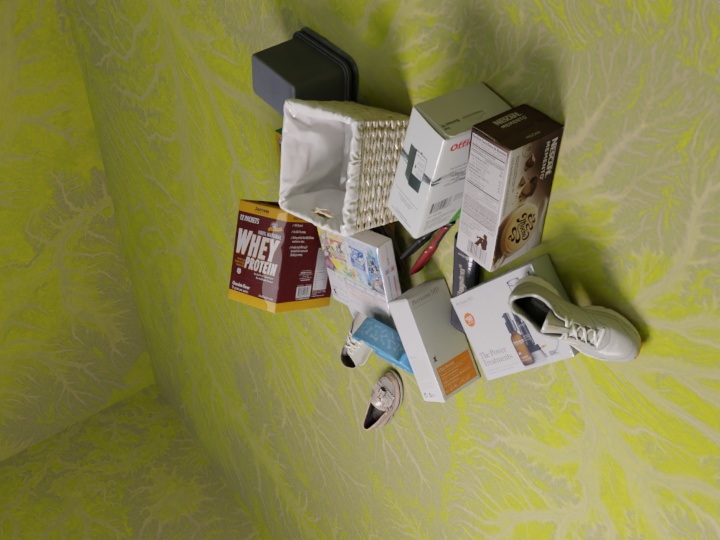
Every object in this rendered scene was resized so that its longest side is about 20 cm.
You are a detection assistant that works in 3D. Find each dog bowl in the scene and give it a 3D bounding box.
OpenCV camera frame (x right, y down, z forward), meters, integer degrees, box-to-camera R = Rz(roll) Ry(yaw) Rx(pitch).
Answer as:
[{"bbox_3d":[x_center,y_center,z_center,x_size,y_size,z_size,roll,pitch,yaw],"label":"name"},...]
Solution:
[{"bbox_3d":[0.062,0.152,1.470,0.110,0.050,0.200,22,168,37],"label":"dog bowl"}]

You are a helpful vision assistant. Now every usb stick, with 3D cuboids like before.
[{"bbox_3d":[0.183,0.023,1.287,0.055,0.032,0.204,35,138,42],"label":"usb stick"}]

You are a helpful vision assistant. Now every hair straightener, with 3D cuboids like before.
[{"bbox_3d":[0.115,-0.073,1.322,0.078,0.040,0.201,56,150,17],"label":"hair straightener"}]

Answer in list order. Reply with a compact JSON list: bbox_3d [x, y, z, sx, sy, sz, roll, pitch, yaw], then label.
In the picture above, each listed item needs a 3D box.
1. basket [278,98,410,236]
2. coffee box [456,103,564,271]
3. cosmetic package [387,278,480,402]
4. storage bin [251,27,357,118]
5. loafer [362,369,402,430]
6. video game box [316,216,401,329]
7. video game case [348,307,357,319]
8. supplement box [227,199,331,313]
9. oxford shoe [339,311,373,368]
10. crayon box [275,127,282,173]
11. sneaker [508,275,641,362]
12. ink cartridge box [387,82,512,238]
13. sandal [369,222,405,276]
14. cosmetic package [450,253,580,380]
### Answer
[{"bbox_3d":[-0.027,-0.188,1.295,0.196,0.158,0.206,24,116,42],"label":"basket"},{"bbox_3d":[0.211,-0.117,1.054,0.080,0.111,0.204,39,141,38],"label":"coffee box"},{"bbox_3d":[0.138,0.131,1.375,0.071,0.100,0.205,-11,102,60],"label":"cosmetic package"},{"bbox_3d":[-0.116,-0.354,1.410,0.200,0.132,0.148,44,145,36],"label":"storage bin"},{"bbox_3d":[0.048,0.310,1.699,0.072,0.062,0.203,48,147,27],"label":"loafer"},{"bbox_3d":[0.000,0.000,1.461,0.198,0.046,0.186,25,138,47],"label":"video game box"},{"bbox_3d":[0.018,0.038,1.566,0.204,0.045,0.181,64,153,3],"label":"video game case"},{"bbox_3d":[-0.155,-0.033,1.533,0.130,0.195,0.206,14,99,31],"label":"supplement box"},{"bbox_3d":[-0.004,0.149,1.584,0.076,0.057,0.202,53,148,26],"label":"oxford shoe"},{"bbox_3d":[-0.105,-0.222,1.566,0.199,0.057,0.121,36,139,43],"label":"crayon box"},{"bbox_3d":[0.292,0.079,1.030,0.196,0.092,0.078,25,111,21],"label":"sneaker"},{"bbox_3d":[0.133,-0.166,1.116,0.083,0.144,0.202,49,147,27],"label":"ink cartridge box"},{"bbox_3d":[0.042,-0.086,1.427,0.081,0.054,0.203,-16,105,51],"label":"sandal"},{"bbox_3d":[0.249,0.080,1.175,0.199,0.051,0.154,-30,83,53],"label":"cosmetic package"}]
